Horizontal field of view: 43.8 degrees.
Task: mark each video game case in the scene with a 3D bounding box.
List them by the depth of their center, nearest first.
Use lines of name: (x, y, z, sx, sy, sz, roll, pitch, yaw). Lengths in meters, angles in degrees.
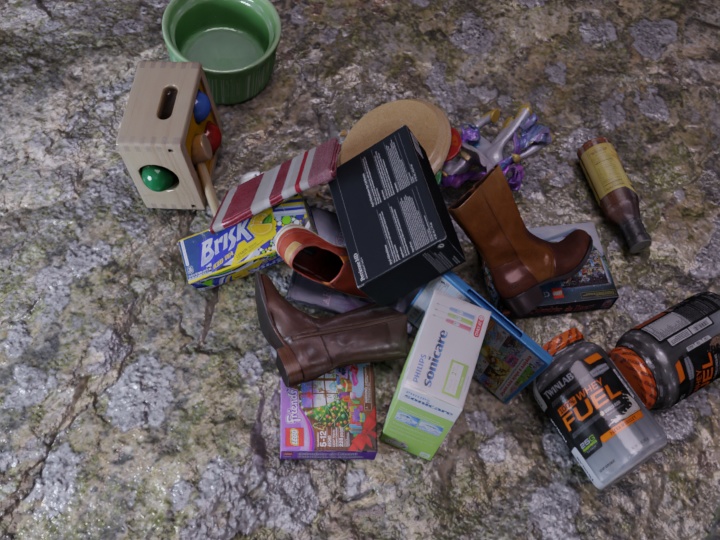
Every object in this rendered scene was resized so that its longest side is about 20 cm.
video game case: (0.161, 0.092, 1.262, 0.199, 0.144, 0.018, 41, 56, 6)
video game case: (0.000, 0.000, 1.343, 0.195, 0.019, 0.146, 16, 80, -5)

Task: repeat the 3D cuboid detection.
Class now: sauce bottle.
sauce bottle: (0.422, -0.124, 1.481, 0.064, 0.066, 0.204, -11, 66, -14)

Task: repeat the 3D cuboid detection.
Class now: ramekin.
ramekin: (-0.233, -0.380, 1.510, 0.195, 0.098, 0.204, 4, 61, -6)

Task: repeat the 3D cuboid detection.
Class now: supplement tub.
supplement tub: (0.325, 0.190, 1.258, 0.121, 0.123, 0.202, -26, 67, -20)
supplement tub: (0.459, 0.123, 1.313, 0.197, 0.123, 0.124, -24, 66, -19)

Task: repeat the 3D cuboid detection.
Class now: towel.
towel: (-0.119, -0.121, 1.291, 0.196, 0.023, 0.145, -24, 22, 14)

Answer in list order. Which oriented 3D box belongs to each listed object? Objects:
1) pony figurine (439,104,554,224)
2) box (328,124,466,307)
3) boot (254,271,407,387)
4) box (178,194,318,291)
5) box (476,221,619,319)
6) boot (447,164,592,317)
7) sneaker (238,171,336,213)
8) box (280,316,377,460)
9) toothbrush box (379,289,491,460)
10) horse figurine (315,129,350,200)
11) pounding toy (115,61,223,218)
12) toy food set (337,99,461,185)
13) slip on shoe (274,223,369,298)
pony figurine: (0.208, -0.173, 1.421, 0.199, 0.168, 0.193, -39, 34, -10)
box: (0.045, -0.075, 1.235, 0.139, 0.079, 0.203, -27, 55, 16)
boot: (-0.040, 0.063, 1.271, 0.196, 0.065, 0.189, -15, 64, -19)
box: (-0.161, -0.038, 1.309, 0.196, 0.064, 0.072, -20, 75, 5)
box: (0.291, 0.000, 1.407, 0.195, 0.038, 0.139, -5, 62, -11)
boot: (0.240, -0.066, 1.328, 0.187, 0.068, 0.202, -36, 103, -13)
sneaker: (-0.110, -0.084, 1.383, 0.197, 0.075, 0.082, 29, 70, 9)
box: (-0.047, 0.164, 1.268, 0.133, 0.039, 0.204, 1, 61, -7)
toothbrush box: (0.098, 0.146, 1.206, 0.084, 0.201, 0.148, 20, 59, 4)
horse figurine: (0.008, -0.147, 1.440, 0.130, 0.050, 0.203, 22, 57, -4)
pounding toy: (-0.266, -0.176, 1.360, 0.138, 0.185, 0.204, 2, 59, 7)
toy food set: (0.055, -0.180, 1.373, 0.195, 0.049, 0.202, -29, 50, 8)
slip on shoe: (-0.033, -0.002, 1.266, 0.198, 0.075, 0.062, 25, 21, -34)
